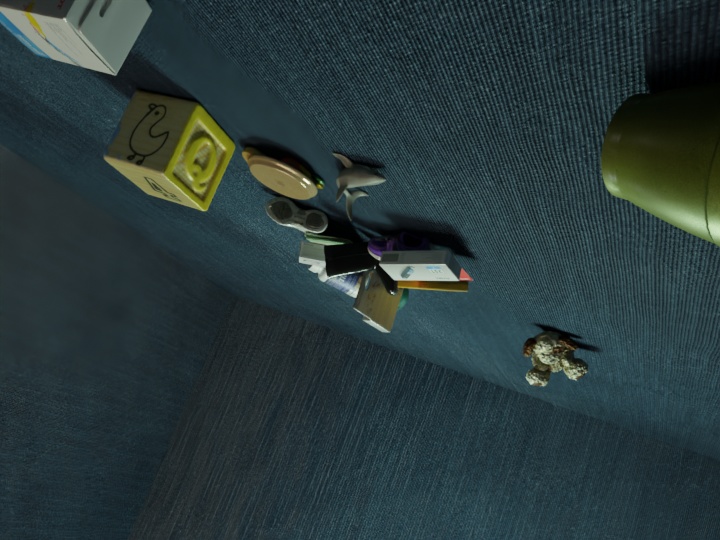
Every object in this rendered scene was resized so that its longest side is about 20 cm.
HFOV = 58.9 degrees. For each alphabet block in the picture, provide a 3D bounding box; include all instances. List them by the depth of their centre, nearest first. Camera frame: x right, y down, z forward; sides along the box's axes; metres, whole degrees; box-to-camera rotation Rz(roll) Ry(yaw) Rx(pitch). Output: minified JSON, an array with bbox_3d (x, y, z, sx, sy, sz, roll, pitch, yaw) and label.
[{"bbox_3d":[-0.453,-0.286,1.532,0.196,0.200,0.196,15,167,24],"label":"alphabet block"}]

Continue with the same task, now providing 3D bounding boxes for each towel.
[{"bbox_3d":[-0.071,-0.080,1.919,0.149,0.024,0.200,9,175,16],"label":"towel"}]

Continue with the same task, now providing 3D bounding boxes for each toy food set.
[{"bbox_3d":[-0.192,-0.238,1.589,0.197,0.050,0.197,11,162,40],"label":"toy food set"}]

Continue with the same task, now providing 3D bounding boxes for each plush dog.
[{"bbox_3d":[0.608,0.255,2.023,0.195,0.163,0.173,-13,138,18],"label":"plush dog"}]

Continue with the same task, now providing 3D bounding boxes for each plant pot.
[{"bbox_3d":[0.401,-0.135,0.754,0.199,0.203,0.191,34,174,-41],"label":"plant pot"}]

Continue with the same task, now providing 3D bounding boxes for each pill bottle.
[{"bbox_3d":[-0.075,0.001,2.165,0.197,0.113,0.111,27,166,-17],"label":"pill bottle"}]

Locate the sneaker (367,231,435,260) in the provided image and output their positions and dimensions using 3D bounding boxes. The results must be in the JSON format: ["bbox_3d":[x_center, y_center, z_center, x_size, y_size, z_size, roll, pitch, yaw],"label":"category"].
[{"bbox_3d":[0.105,-0.076,1.706,0.196,0.082,0.084,3,144,30],"label":"sneaker"}]

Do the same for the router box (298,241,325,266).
[{"bbox_3d":[-0.094,-0.040,1.985,0.195,0.050,0.179,10,175,-6],"label":"router box"}]

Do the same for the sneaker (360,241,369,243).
[{"bbox_3d":[0.085,-0.036,1.847,0.196,0.078,0.114,24,165,-19],"label":"sneaker"}]

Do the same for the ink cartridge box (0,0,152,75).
[{"bbox_3d":[-0.490,-0.448,1.072,0.196,0.150,0.145,18,166,20],"label":"ink cartridge box"}]

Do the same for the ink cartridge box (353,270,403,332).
[{"bbox_3d":[0.053,0.059,1.948,0.175,0.204,0.044,33,157,-36],"label":"ink cartridge box"}]

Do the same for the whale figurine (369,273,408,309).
[{"bbox_3d":[0.092,0.045,2.079,0.102,0.161,0.201,-26,137,10],"label":"whale figurine"}]

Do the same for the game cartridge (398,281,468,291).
[{"bbox_3d":[0.192,0.040,1.894,0.196,0.033,0.175,6,178,-34],"label":"game cartridge"}]

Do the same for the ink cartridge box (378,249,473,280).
[{"bbox_3d":[0.173,0.005,1.664,0.196,0.046,0.176,1,154,35],"label":"ink cartridge box"}]

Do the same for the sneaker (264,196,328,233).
[{"bbox_3d":[-0.186,-0.149,1.864,0.196,0.079,0.099,23,170,7],"label":"sneaker"}]

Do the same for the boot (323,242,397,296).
[{"bbox_3d":[0.000,-0.001,1.771,0.194,0.169,0.066,-4,155,-6],"label":"boot"}]

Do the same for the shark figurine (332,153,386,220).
[{"bbox_3d":[-0.032,-0.185,1.450,0.126,0.091,0.214,26,164,-8],"label":"shark figurine"}]
